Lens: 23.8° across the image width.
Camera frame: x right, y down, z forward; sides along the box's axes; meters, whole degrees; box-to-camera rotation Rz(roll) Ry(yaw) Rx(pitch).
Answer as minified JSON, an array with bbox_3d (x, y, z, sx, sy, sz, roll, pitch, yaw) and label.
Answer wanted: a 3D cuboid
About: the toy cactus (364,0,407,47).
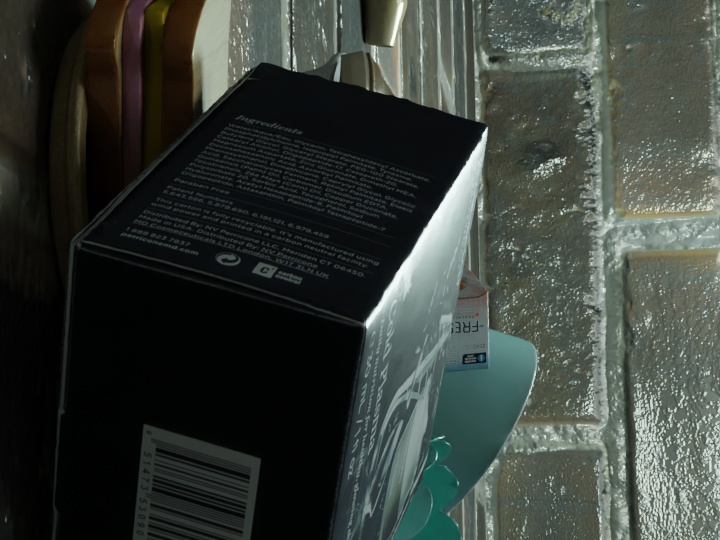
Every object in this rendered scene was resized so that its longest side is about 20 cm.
[{"bbox_3d":[0.040,-0.319,1.797,0.200,0.101,0.167,-97,-166,-87],"label":"toy cactus"}]

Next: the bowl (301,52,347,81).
[{"bbox_3d":[-0.046,-0.032,1.064,0.201,0.089,0.204,-3,90,-83],"label":"bowl"}]

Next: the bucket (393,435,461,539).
[{"bbox_3d":[-0.007,0.209,1.116,0.207,0.133,0.210,-1,90,-82],"label":"bucket"}]

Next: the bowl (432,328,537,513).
[{"bbox_3d":[0.059,0.120,1.541,0.201,0.105,0.201,-51,-168,15],"label":"bowl"}]

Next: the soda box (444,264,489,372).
[{"bbox_3d":[0.058,0.025,1.461,0.200,0.063,0.069,-121,-152,-73],"label":"soda box"}]

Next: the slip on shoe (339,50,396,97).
[{"bbox_3d":[0.025,-0.073,1.046,0.200,0.060,0.077,71,19,-64],"label":"slip on shoe"}]

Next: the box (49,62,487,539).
[{"bbox_3d":[-0.038,0.046,0.738,0.197,0.123,0.202,-59,161,-59],"label":"box"}]

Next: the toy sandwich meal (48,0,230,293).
[{"bbox_3d":[-0.092,-0.047,0.818,0.205,0.069,0.208,-2,90,-82],"label":"toy sandwich meal"}]
